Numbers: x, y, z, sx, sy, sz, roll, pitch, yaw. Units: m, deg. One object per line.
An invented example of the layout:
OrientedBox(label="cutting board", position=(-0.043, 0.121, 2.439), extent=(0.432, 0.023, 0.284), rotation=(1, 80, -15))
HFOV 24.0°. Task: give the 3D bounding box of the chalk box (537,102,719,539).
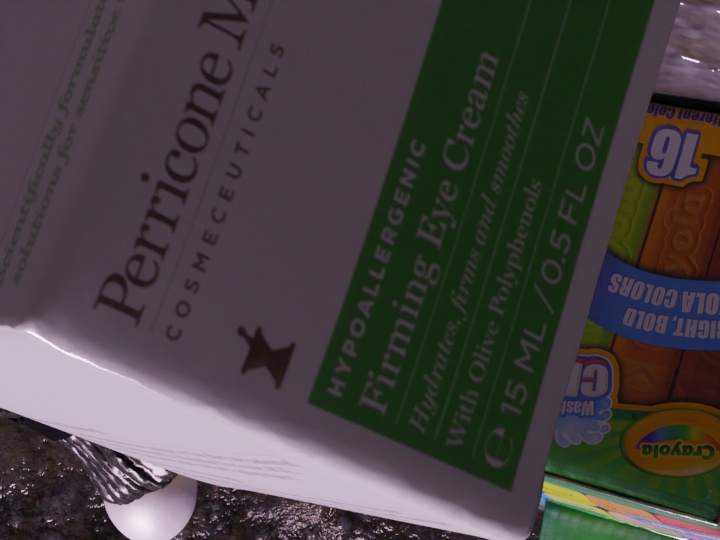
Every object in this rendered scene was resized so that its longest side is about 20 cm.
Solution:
OrientedBox(label="chalk box", position=(0.119, 0.047, 0.687), extent=(0.124, 0.201, 0.124), rotation=(12, 166, 29))

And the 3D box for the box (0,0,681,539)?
OrientedBox(label="box", position=(-0.038, -0.042, 0.531), extent=(0.171, 0.200, 0.200), rotation=(26, 165, -29))

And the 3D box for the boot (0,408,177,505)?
OrientedBox(label="boot", position=(-0.133, 0.037, 0.680), extent=(0.158, 0.080, 0.211), rotation=(41, -179, -10))

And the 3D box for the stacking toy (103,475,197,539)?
OrientedBox(label="stacking toy", position=(-0.114, 0.042, 0.848), extent=(0.145, 0.201, 0.146), rotation=(-4, -161, 1))
